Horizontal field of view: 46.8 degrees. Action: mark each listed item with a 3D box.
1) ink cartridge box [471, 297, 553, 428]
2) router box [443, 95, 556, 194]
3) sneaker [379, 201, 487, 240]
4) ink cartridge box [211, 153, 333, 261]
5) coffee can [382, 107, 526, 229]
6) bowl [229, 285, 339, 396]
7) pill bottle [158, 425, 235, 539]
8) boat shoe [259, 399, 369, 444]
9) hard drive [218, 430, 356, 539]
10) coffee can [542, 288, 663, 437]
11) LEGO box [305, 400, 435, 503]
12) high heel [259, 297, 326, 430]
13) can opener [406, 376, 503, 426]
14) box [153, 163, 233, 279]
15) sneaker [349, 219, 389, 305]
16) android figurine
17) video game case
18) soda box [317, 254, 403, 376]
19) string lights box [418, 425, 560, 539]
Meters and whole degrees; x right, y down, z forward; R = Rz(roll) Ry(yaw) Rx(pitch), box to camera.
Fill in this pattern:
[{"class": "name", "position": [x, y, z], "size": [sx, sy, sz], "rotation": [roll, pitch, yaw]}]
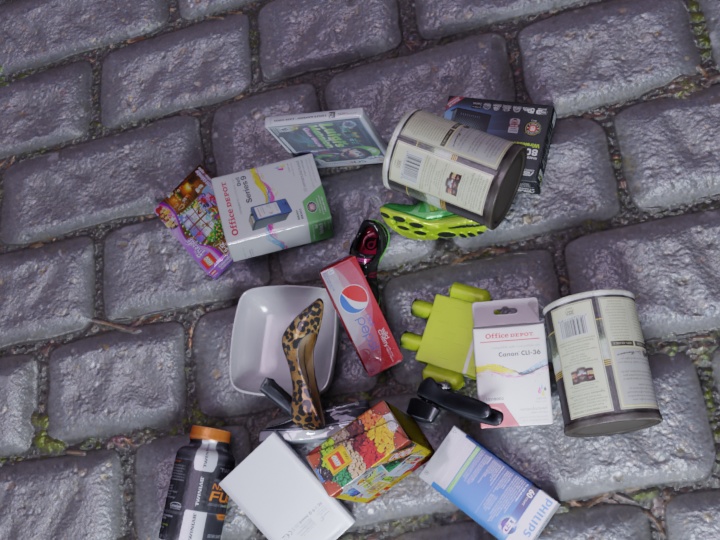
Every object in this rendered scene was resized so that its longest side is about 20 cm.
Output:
[{"class": "ink cartridge box", "position": [0.242, 0.147, 1.339], "size": [0.116, 0.067, 0.201], "rotation": [-6, 88, 8]}, {"class": "router box", "position": [0.240, -0.228, 1.501], "size": [0.200, 0.062, 0.150], "rotation": [9, 77, 20]}, {"class": "sneaker", "position": [0.135, -0.104, 1.496], "size": [0.199, 0.074, 0.084], "rotation": [3, 59, 14]}, {"class": "ink cartridge box", "position": [-0.164, -0.117, 1.553], "size": [0.200, 0.088, 0.146], "rotation": [-15, 68, -4]}, {"class": "coffee can", "position": [0.158, -0.173, 1.393], "size": [0.200, 0.146, 0.147], "rotation": [24, 81, 19]}, {"class": "bowl", "position": [-0.130, 0.132, 1.494], "size": [0.199, 0.075, 0.200], "rotation": [0, 72, 17]}, {"class": "pill bottle", "position": [-0.278, 0.373, 1.445], "size": [0.106, 0.106, 0.201], "rotation": [4, 74, 19]}, {"class": "boat shoe", "position": [-0.079, 0.260, 1.438], "size": [0.199, 0.072, 0.068], "rotation": [-11, 72, 12]}, {"class": "hard drive", "position": [-0.123, 0.386, 1.393], "size": [0.132, 0.025, 0.200], "rotation": [-43, 86, 5]}, {"class": "coffee can", "position": [0.373, 0.146, 1.290], "size": [0.146, 0.146, 0.200], "rotation": [-11, 69, 14]}, {"class": "LEGO box", "position": [0.022, 0.294, 1.323], "size": [0.149, 0.200, 0.077], "rotation": [-37, 65, 4]}, {"class": "high heel", "position": [-0.074, 0.159, 1.384], "size": [0.142, 0.071, 0.200], "rotation": [33, 102, 30]}, {"class": "can opener", "position": [0.154, 0.216, 1.322], "size": [0.200, 0.063, 0.079], "rotation": [2, 73, 54]}, {"class": "box", "position": [-0.302, -0.099, 1.644], "size": [0.137, 0.039, 0.200], "rotation": [-45, 66, 0]}, {"class": "sneaker", "position": [0.000, 0.000, 1.491], "size": [0.077, 0.084, 0.201], "rotation": [3, 73, 19]}, {"class": "android figurine", "position": [0.172, 0.115, 1.424], "size": [0.200, 0.041, 0.182], "rotation": [16, 78, 23]}, {"class": "video game case", "position": [-0.054, -0.238, 1.522], "size": [0.181, 0.200, 0.023], "rotation": [-3, 73, 17]}, {"class": "soda box", "position": [0.000, 0.076, 1.423], "size": [0.070, 0.063, 0.200], "rotation": [-26, 96, -5]}, {"class": "string lights box", "position": [0.205, 0.350, 1.324], "size": [0.200, 0.059, 0.103], "rotation": [35, 86, 24]}]
